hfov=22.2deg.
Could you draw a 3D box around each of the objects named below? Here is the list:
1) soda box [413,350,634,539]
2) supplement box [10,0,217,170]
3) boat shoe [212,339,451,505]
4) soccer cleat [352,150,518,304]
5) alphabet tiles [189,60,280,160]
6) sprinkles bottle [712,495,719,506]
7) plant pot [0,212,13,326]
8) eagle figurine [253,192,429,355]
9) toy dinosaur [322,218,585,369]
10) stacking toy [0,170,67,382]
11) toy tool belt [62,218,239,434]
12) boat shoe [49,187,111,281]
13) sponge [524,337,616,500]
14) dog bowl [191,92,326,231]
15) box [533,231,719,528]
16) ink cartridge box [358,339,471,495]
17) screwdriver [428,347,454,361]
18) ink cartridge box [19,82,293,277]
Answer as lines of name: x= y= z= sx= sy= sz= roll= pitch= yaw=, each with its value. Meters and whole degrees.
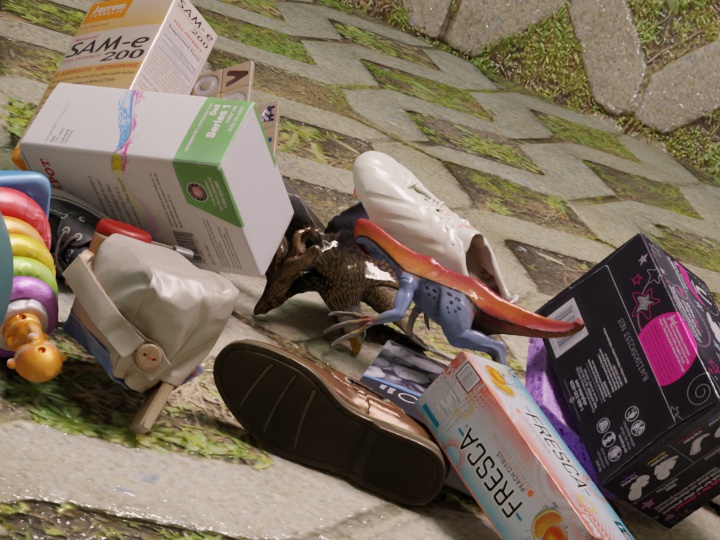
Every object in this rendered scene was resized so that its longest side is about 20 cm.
soda box: x=0.122 y=0.153 z=1.374 sx=0.068 sy=0.064 sz=0.200 roll=22 pitch=26 yaw=-45
supplement box: x=-0.239 y=-0.171 z=1.787 sx=0.126 sy=0.201 sz=0.074 roll=-3 pitch=-37 yaw=37
boat shoe: x=-0.023 y=0.115 z=1.422 sx=0.200 sy=0.072 sz=0.068 roll=33 pitch=15 yaw=0
soccer cleat: x=0.069 y=-0.032 z=1.619 sx=0.069 sy=0.078 sz=0.200 roll=-29 pitch=80 yaw=-41
alphabet tiles: x=-0.153 y=-0.116 z=1.750 sx=0.008 sy=0.167 sz=0.201 roll=54 pitch=29 yaw=-45
sprinkles bottle: x=0.346 y=0.188 z=1.655 sx=0.200 sy=0.068 sz=0.068 roll=28 pitch=17 yaw=25
plant pot: x=-0.318 y=0.000 z=1.198 sx=0.200 sy=0.201 sz=0.161 roll=22 pitch=2 yaw=5
eagle figurine: x=0.000 y=0.008 z=1.718 sx=0.199 sy=0.152 sz=0.152 roll=-3 pitch=16 yaw=-33
toy dinosaur: x=0.072 y=0.016 z=1.570 sx=0.182 sy=0.200 sz=0.105 roll=61 pitch=16 yaw=8
stacking toy: x=-0.265 y=0.021 z=1.383 sx=0.116 sy=0.110 sz=0.200 roll=-6 pitch=38 yaw=-28
toy tool belt: x=-0.177 y=0.041 z=1.397 sx=0.124 sy=0.123 sz=0.200 roll=16 pitch=8 yaw=-27
boat shoe: x=-0.235 y=-0.012 z=1.581 sx=0.199 sy=0.070 sz=0.066 roll=27 pitch=13 yaw=-6
sponge: x=0.196 y=0.114 z=1.647 sx=0.112 sy=0.030 sz=0.200 roll=42 pitch=23 yaw=-12
dog bowl: x=-0.121 y=-0.088 z=1.848 sx=0.200 sy=0.059 sz=0.200 roll=46 pitch=-4 yaw=5
box: x=0.252 y=0.095 z=1.570 sx=0.115 sy=0.132 sz=0.200 roll=33 pitch=27 yaw=-39
ink cartridge box: x=0.089 y=0.135 z=1.543 sx=0.199 sy=0.044 sz=0.198 roll=24 pitch=15 yaw=5
screwdriver: x=0.155 y=0.111 z=1.729 sx=0.200 sy=0.029 sz=0.028 roll=29 pitch=16 yaw=12
ink cartridge box: x=-0.177 y=-0.080 z=1.612 sx=0.199 sy=0.145 sz=0.084 roll=8 pitch=52 yaw=22
